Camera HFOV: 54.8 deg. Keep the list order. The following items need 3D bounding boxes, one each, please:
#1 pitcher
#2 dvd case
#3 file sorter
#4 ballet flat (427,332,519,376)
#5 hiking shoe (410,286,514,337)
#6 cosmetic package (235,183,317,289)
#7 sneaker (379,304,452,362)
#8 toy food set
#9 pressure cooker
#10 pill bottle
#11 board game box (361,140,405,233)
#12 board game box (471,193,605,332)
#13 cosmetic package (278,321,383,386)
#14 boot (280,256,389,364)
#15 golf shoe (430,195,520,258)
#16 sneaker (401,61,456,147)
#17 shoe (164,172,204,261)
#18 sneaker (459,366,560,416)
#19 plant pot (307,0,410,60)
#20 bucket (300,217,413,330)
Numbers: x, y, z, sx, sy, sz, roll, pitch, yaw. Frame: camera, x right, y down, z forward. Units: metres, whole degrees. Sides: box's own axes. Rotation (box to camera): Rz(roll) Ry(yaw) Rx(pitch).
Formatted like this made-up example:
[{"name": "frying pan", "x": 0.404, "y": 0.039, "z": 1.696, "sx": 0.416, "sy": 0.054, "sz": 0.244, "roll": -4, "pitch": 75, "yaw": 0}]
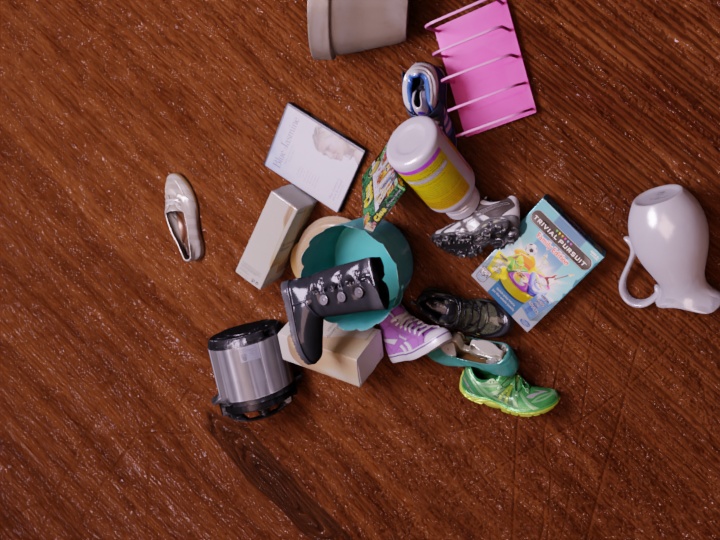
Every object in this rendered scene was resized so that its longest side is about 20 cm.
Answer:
[{"name": "pitcher", "x": 0.501, "y": -0.029, "z": 1.169, "sx": 0.169, "sy": 0.121, "sz": 0.204, "roll": -9, "pitch": 112, "yaw": 40}, {"name": "dvd case", "x": -0.094, "y": -0.231, "z": 1.419, "sx": 0.198, "sy": 0.017, "sz": 0.145, "roll": 33, "pitch": 115, "yaw": 13}, {"name": "file sorter", "x": 0.205, "y": -0.347, "z": 1.198, "sx": 0.136, "sy": 0.125, "sz": 0.205, "roll": -15, "pitch": 98, "yaw": 25}, {"name": "ballet flat", "x": 0.212, "y": 0.151, "z": 1.343, "sx": 0.196, "sy": 0.068, "sz": 0.071, "roll": 9, "pitch": 141, "yaw": 34}, {"name": "hiking shoe", "x": 0.192, "y": 0.088, "z": 1.328, "sx": 0.195, "sy": 0.100, "sz": 0.078, "roll": 13, "pitch": 102, "yaw": 22}, {"name": "cosmetic package", "x": -0.175, "y": -0.072, "z": 1.451, "sx": 0.070, "sy": 0.105, "sz": 0.203, "roll": 33, "pitch": 116, "yaw": 9}, {"name": "sneaker", "x": 0.096, "y": 0.113, "z": 1.365, "sx": 0.199, "sy": 0.072, "sz": 0.117, "roll": -24, "pitch": 86, "yaw": 56}, {"name": "toy food set", "x": -0.047, "y": -0.012, "z": 1.441, "sx": 0.198, "sy": 0.049, "sz": 0.201, "roll": 45, "pitch": 116, "yaw": 6}, {"name": "pressure cooker", "x": -0.234, "y": 0.224, "z": 1.511, "sx": 0.172, "sy": 0.178, "sz": 0.205, "roll": -10, "pitch": 98, "yaw": 28}, {"name": "pill bottle", "x": 0.136, "y": -0.172, "z": 1.224, "sx": 0.102, "sy": 0.199, "sz": 0.106, "roll": -20, "pitch": 51, "yaw": 28}, {"name": "board game box", "x": 0.040, "y": -0.161, "z": 1.287, "sx": 0.023, "sy": 0.202, "sz": 0.106, "roll": 27, "pitch": 118, "yaw": -18}, {"name": "board game box", "x": 0.324, "y": -0.012, "z": 1.280, "sx": 0.151, "sy": 0.047, "sz": 0.201, "roll": 44, "pitch": 116, "yaw": 7}, {"name": "cosmetic package", "x": -0.061, "y": 0.153, "z": 1.429, "sx": 0.196, "sy": 0.105, "sz": 0.073, "roll": 13, "pitch": 129, "yaw": 28}, {"name": "boot", "x": -0.035, "y": 0.074, "z": 1.250, "sx": 0.196, "sy": 0.066, "sz": 0.169, "roll": -15, "pitch": 100, "yaw": 22}, {"name": "golf shoe", "x": 0.219, "y": -0.084, "z": 1.300, "sx": 0.197, "sy": 0.096, "sz": 0.077, "roll": -9, "pitch": 143, "yaw": 45}, {"name": "sneaker", "x": 0.117, "y": -0.268, "z": 1.245, "sx": 0.079, "sy": 0.146, "sz": 0.206, "roll": -1, "pitch": 104, "yaw": 23}, {"name": "shoe", "x": -0.400, "y": -0.118, "z": 1.563, "sx": 0.068, "sy": 0.053, "sz": 0.205, "roll": -10, "pitch": 100, "yaw": 25}, {"name": "sneaker", "x": 0.286, "y": 0.225, "z": 1.345, "sx": 0.195, "sy": 0.074, "sz": 0.086, "roll": 9, "pitch": 112, "yaw": 21}, {"name": "plant pot", "x": 0.003, "y": -0.474, "z": 1.233, "sx": 0.168, "sy": 0.200, "sz": 0.206, "roll": 6, "pitch": 107, "yaw": 4}, {"name": "bucket", "x": 0.000, "y": 0.000, "z": 1.321, "sx": 0.202, "sy": 0.134, "sz": 0.213, "roll": 7, "pitch": 107, "yaw": 22}]
